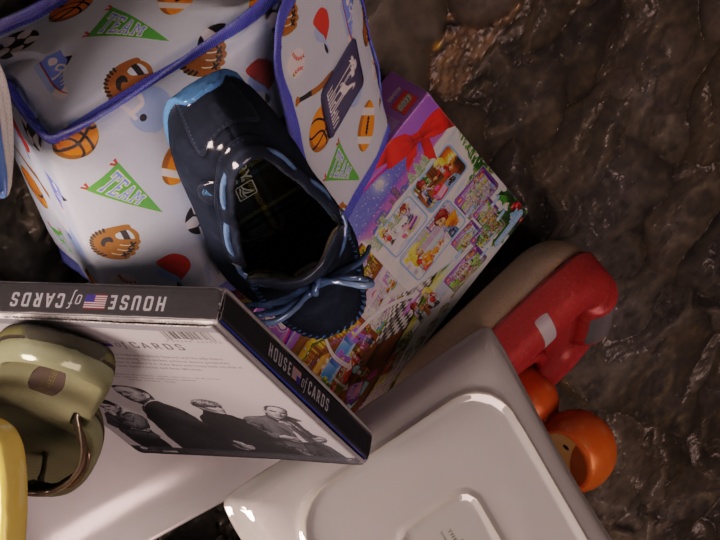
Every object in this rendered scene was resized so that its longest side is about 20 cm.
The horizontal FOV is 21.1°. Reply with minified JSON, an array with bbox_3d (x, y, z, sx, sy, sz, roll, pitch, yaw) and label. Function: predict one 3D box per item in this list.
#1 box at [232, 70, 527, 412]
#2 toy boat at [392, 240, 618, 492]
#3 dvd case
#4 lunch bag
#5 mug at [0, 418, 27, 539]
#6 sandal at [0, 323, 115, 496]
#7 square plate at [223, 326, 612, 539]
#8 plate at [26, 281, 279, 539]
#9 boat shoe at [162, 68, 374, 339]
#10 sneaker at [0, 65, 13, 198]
[{"bbox_3d":[0.000,0.000,1.153,0.200,0.039,0.137,-51,137,-6],"label":"box"},{"bbox_3d":[0.104,0.088,1.208,0.200,0.131,0.131,-43,161,-17],"label":"toy boat"},{"bbox_3d":[-0.097,0.057,1.024,0.200,0.149,0.025,51,46,-56],"label":"dvd case"},{"bbox_3d":[-0.078,-0.085,1.018,0.199,0.124,0.171,-32,140,-16],"label":"lunch bag"},{"bbox_3d":[-0.267,0.107,0.996,0.185,0.149,0.155,3,92,-12],"label":"mug"},{"bbox_3d":[-0.174,0.085,1.016,0.079,0.058,0.201,8,156,-8],"label":"sandal"},{"bbox_3d":[0.052,0.165,1.113,0.197,0.028,0.201,-32,93,-21],"label":"square plate"},{"bbox_3d":[-0.147,0.081,1.142,0.199,0.032,0.201,-27,129,-15],"label":"plate"},{"bbox_3d":[-0.045,-0.013,0.963,0.084,0.069,0.200,-37,143,3],"label":"boat shoe"},{"bbox_3d":[-0.226,-0.041,0.937,0.080,0.146,0.201,2,118,-33],"label":"sneaker"}]
